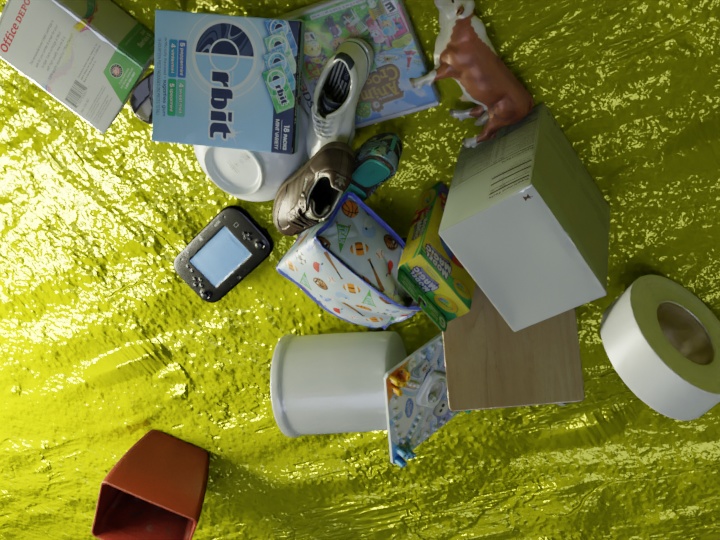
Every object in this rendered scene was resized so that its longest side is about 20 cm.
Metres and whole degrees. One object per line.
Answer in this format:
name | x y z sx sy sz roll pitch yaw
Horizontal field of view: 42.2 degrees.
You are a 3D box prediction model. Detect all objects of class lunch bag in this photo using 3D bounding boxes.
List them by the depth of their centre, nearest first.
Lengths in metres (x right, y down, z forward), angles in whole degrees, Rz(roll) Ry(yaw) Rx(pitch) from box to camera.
lunch bag | 0.000 0.000 1.397 0.199 0.125 0.170 41 154 -9

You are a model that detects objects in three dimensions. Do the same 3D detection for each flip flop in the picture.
flip flop | -0.235 -0.276 1.308 0.198 0.058 0.082 -32 106 13

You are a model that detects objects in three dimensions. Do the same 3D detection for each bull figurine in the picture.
bull figurine | 0.139 -0.256 1.208 0.120 0.066 0.200 -32 115 27

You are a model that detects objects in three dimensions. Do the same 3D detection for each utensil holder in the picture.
utensil holder | -0.030 0.187 1.554 0.195 0.172 0.172 -6 126 19

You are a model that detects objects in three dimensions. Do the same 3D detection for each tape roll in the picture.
tape roll | 0.439 0.108 1.322 0.200 0.204 0.071 31 130 -9

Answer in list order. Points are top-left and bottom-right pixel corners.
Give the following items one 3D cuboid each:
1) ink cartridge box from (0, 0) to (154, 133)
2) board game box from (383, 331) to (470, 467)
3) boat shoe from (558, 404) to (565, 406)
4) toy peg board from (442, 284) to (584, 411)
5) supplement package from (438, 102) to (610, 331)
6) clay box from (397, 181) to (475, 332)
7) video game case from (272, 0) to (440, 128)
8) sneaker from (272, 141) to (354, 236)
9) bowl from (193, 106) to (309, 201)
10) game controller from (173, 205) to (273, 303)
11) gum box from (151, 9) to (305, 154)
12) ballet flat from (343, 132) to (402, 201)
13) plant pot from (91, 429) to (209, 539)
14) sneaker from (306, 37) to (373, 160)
ink cartridge box | -0.402 -0.319 1.317 0.198 0.088 0.145 35 129 -14
board game box | 0.122 0.196 1.505 0.026 0.198 0.203 31 141 38
boat shoe | 0.306 0.134 1.469 0.066 0.072 0.202 -13 120 26
toy peg board | 0.228 0.101 1.394 0.195 0.205 0.098 -7 171 16
supplement package | 0.225 -0.070 1.246 0.145 0.202 0.192 -25 117 32
clay box | 0.117 -0.020 1.319 0.047 0.202 0.115 -29 117 34
video game case | -0.011 -0.282 1.267 0.196 0.022 0.184 -11 124 25
sneaker | -0.074 -0.096 1.303 0.069 0.077 0.200 20 140 -19
bowl | -0.166 -0.172 1.347 0.197 0.091 0.204 13 134 14
game controller | -0.227 -0.026 1.527 0.104 0.042 0.199 40 128 -16
gum box | -0.177 -0.252 1.246 0.195 0.045 0.174 6 102 7
ballet flat | 0.001 -0.145 1.338 0.074 0.075 0.199 41 151 -17
plant pot | -0.403 0.444 1.869 0.196 0.178 0.202 22 132 -2
sneaker | -0.042 -0.217 1.260 0.072 0.071 0.203 30 129 16
